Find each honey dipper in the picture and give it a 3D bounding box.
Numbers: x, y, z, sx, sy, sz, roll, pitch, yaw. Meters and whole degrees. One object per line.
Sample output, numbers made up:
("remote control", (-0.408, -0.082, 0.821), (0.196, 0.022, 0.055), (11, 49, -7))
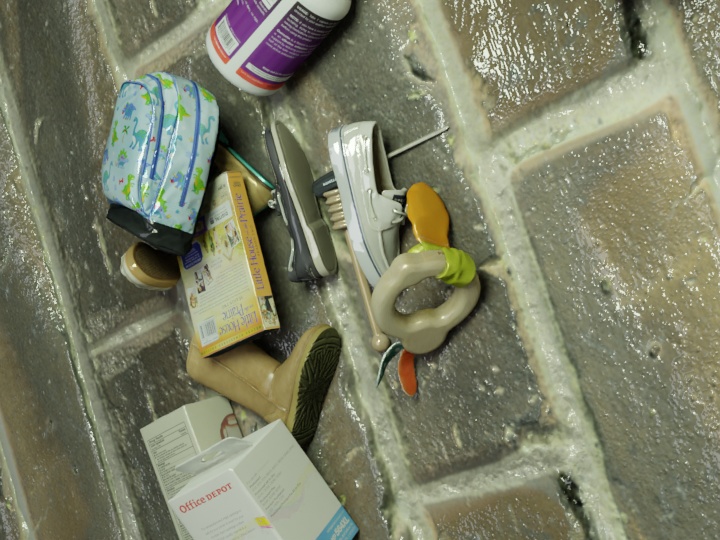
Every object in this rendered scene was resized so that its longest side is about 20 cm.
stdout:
("honey dipper", (0.000, 0.000, 1.430), (0.038, 0.038, 0.202), (-14, 93, 37))

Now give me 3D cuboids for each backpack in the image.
("backpack", (-0.242, -0.139, 1.462), (0.201, 0.153, 0.163), (-62, 30, -2))

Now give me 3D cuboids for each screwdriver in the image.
("screwdriver", (0.022, -0.126, 1.415), (0.199, 0.028, 0.029), (-18, 55, 35))

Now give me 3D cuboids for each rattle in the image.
("rattle", (0.052, 0.026, 1.384), (0.143, 0.129, 0.201), (52, 149, 33))

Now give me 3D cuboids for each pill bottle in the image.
("pill bottle", (-0.087, -0.308, 1.422), (0.200, 0.112, 0.113), (-42, 71, 32))

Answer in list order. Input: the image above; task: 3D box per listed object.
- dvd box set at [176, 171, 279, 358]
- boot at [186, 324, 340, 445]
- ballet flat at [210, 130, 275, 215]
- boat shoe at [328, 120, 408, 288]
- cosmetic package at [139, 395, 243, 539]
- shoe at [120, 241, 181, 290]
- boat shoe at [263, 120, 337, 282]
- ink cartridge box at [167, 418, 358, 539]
("dvd box set", (-0.173, -0.005, 1.497), (0.146, 0.029, 0.202), (-26, 76, 47))
("boot", (-0.131, 0.108, 1.532), (0.199, 0.066, 0.176), (31, 112, 32))
("ballet flat", (-0.187, -0.145, 1.538), (0.063, 0.069, 0.200), (-45, 66, 7))
("boat shoe", (0.023, -0.075, 1.388), (0.069, 0.071, 0.202), (-13, 95, 22))
("cosmetic package", (-0.199, 0.279, 1.588), (0.103, 0.087, 0.201), (-28, 80, 37))
("shoe", (-0.268, 0.003, 1.545), (0.053, 0.200, 0.070), (-42, 88, 7))
("boat shoe", (-0.089, -0.081, 1.469), (0.062, 0.073, 0.202), (-19, 88, 22))
("ink cartridge box", (-0.124, 0.290, 1.474), (0.128, 0.125, 0.201), (-30, 96, 35))
